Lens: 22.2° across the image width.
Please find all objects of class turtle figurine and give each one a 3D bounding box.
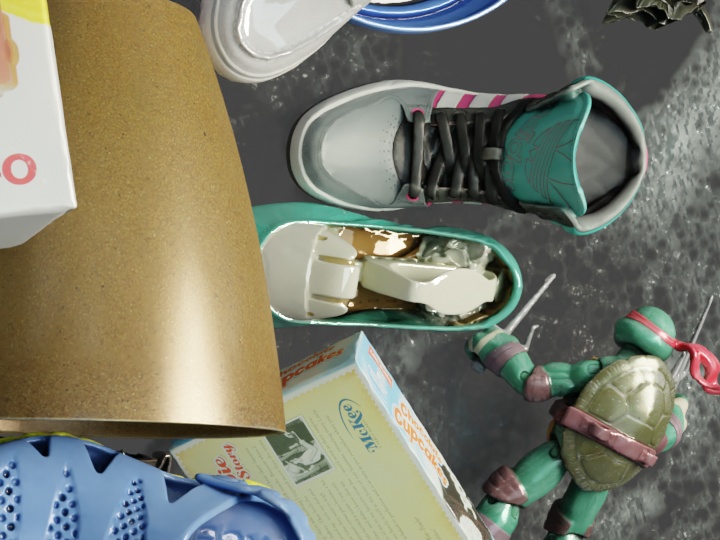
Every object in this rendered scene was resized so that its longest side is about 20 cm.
[{"bbox_3d":[0.124,0.083,1.028,0.149,0.101,0.200,31,89,-17],"label":"turtle figurine"}]

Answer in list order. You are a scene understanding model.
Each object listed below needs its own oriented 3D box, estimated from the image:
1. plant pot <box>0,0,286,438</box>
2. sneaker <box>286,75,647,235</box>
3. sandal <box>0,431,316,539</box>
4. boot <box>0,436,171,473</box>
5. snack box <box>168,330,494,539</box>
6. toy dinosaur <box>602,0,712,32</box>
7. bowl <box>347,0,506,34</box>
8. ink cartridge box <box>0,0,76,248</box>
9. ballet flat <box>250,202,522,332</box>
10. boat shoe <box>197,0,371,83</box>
[{"bbox_3d":[-0.126,-0.024,0.864,0.186,0.186,0.201,4,83,-26],"label":"plant pot"},{"bbox_3d":[0.071,-0.061,0.975,0.199,0.121,0.084,-4,96,-25],"label":"sneaker"},{"bbox_3d":[-0.098,0.119,0.831,0.199,0.087,0.080,8,87,-30],"label":"sandal"},{"bbox_3d":[-0.188,0.168,0.901,0.199,0.069,0.175,-2,96,-36],"label":"boot"},{"bbox_3d":[0.001,0.141,0.971,0.116,0.037,0.200,-26,109,18],"label":"snack box"},{"bbox_3d":[0.196,-0.214,1.042,0.199,0.102,0.136,4,78,-23],"label":"toy dinosaur"},{"bbox_3d":[0.019,-0.227,0.983,0.200,0.039,0.202,-2,95,-26],"label":"bowl"},{"bbox_3d":[-0.199,-0.106,0.708,0.145,0.083,0.201,-8,87,-25],"label":"ink cartridge box"},{"bbox_3d":[0.000,0.000,0.974,0.199,0.070,0.068,2,94,-25],"label":"ballet flat"},{"bbox_3d":[0.003,-0.170,0.919,0.200,0.068,0.072,-41,109,-17],"label":"boat shoe"}]
